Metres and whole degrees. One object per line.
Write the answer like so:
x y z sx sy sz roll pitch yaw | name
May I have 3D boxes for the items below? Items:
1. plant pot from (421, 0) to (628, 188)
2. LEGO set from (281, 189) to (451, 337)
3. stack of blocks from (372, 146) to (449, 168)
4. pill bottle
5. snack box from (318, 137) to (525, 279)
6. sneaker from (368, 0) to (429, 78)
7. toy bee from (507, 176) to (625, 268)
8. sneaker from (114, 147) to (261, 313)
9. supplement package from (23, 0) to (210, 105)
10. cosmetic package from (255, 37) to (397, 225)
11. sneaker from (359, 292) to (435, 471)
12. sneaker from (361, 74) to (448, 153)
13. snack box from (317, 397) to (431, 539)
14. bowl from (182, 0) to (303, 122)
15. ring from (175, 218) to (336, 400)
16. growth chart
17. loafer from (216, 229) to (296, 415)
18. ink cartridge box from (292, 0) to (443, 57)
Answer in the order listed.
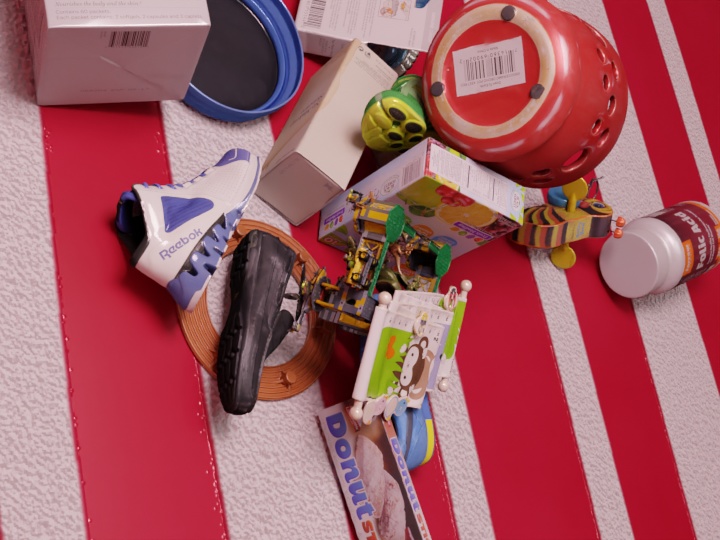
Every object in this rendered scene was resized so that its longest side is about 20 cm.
0.175 -0.196 1.132 0.182 0.199 0.202 0 69 -61 | plant pot
0.000 0.000 1.077 0.200 0.115 0.155 16 89 -61 | LEGO set
0.091 -0.123 1.302 0.115 0.058 0.202 -18 82 -43 | stack of blocks
0.444 -0.030 1.515 0.199 0.114 0.115 -18 83 -43 | pill bottle
0.066 -0.062 1.156 0.141 0.199 0.053 24 59 -29 | snack box
0.045 -0.337 1.351 0.090 0.078 0.201 34 52 -19 | sneaker
0.301 -0.076 1.407 0.200 0.108 0.132 -40 137 -22 | toy bee
-0.178 -0.063 1.030 0.115 0.081 0.200 29 47 -12 | sneaker
-0.249 -0.288 1.010 0.150 0.151 0.202 -6 74 -23 | supplement package
-0.039 -0.161 1.183 0.073 0.103 0.201 38 49 -18 | cosmetic package
0.027 0.120 1.129 0.078 0.066 0.202 6 69 -49 | sneaker
0.046 -0.178 1.159 0.200 0.073 0.084 -1 77 -72 | sneaker
0.020 0.231 1.073 0.024 0.071 0.202 1 68 -64 | snack box
-0.156 -0.262 1.175 0.199 0.039 0.203 17 61 -33 | bowl
-0.104 0.037 1.096 0.199 0.019 0.202 18 60 -32 | ring
0.053 0.083 1.068 0.199 0.018 0.146 -2 104 -57 | growth chart
-0.099 0.052 1.035 0.070 0.068 0.202 20 55 -23 | loafer
0.017 -0.348 1.298 0.174 0.045 0.202 11 60 0 | ink cartridge box
